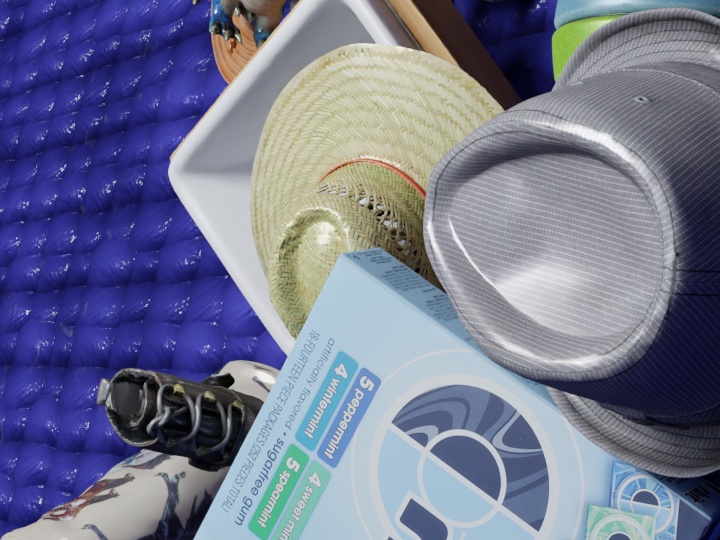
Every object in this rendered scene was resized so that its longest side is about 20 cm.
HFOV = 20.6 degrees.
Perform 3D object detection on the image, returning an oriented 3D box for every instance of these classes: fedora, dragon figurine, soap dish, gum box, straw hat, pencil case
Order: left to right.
[{"bbox_3d":[-0.114,0.131,1.106,0.089,0.200,0.078,5,124,48],"label":"pencil case"},{"bbox_3d":[-0.058,-0.186,1.107,0.100,0.058,0.200,-64,31,17],"label":"dragon figurine"},{"bbox_3d":[0.000,0.000,0.955,0.201,0.201,0.085,-45,-5,40],"label":"straw hat"},{"bbox_3d":[0.001,-0.057,1.048,0.158,0.081,0.200,54,131,10],"label":"soap dish"},{"bbox_3d":[0.038,0.116,0.874,0.199,0.044,0.171,35,110,21],"label":"gum box"},{"bbox_3d":[0.088,-0.012,0.749,0.200,0.090,0.179,31,115,52],"label":"fedora"}]

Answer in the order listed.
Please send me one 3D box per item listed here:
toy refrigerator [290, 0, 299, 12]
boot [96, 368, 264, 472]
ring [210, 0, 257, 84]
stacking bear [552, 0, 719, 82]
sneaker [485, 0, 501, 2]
[{"bbox_3d":[0.006,-0.193,1.177,0.070,0.075,0.202,-41,41,44],"label":"toy refrigerator"},{"bbox_3d":[-0.031,0.092,0.986,0.199,0.173,0.070,2,77,61],"label":"boot"},{"bbox_3d":[-0.032,-0.197,1.148,0.200,0.019,0.202,-38,43,47],"label":"ring"},{"bbox_3d":[0.130,-0.073,0.864,0.121,0.113,0.202,25,-111,-82],"label":"stacking bear"},{"bbox_3d":[0.057,-0.232,1.115,0.108,0.067,0.202,-55,36,25],"label":"sneaker"}]
